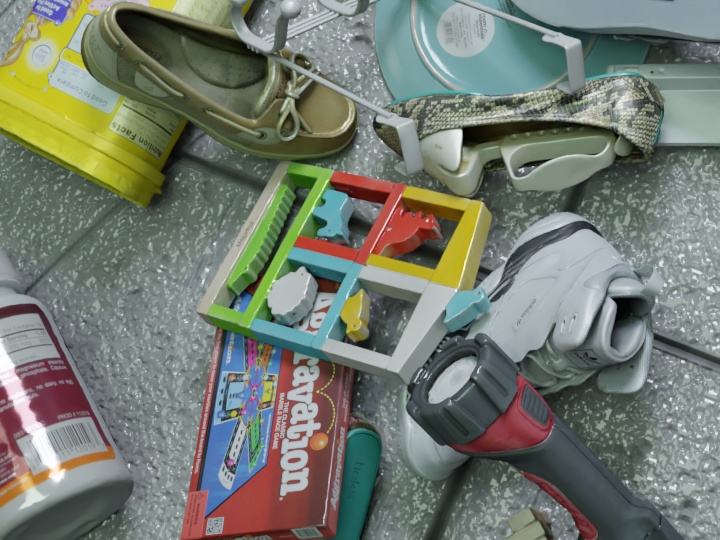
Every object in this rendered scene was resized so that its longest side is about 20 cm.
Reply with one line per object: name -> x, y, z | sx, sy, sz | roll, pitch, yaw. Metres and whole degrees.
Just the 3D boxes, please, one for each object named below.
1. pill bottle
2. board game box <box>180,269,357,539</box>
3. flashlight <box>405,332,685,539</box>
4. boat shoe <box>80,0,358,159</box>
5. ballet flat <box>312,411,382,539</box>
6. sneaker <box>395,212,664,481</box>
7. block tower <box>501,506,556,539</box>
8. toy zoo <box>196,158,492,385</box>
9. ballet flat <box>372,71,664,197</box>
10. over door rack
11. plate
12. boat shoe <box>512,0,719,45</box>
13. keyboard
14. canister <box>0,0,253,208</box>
pill bottle -> -0.249, 0.089, 1.136 | 0.114, 0.114, 0.200 | -33, 71, 8
board game box -> -0.055, 0.086, 1.082 | 0.103, 0.019, 0.200 | -9, 53, 21
flashlight -> 0.113, 0.125, 0.992 | 0.068, 0.068, 0.200 | -45, 114, -4
boat shoe -> -0.087, -0.130, 1.108 | 0.200, 0.063, 0.073 | 22, 74, -20
ballet flat -> -0.038, 0.188, 1.086 | 0.064, 0.076, 0.200 | 9, 75, 49
sneaker -> 0.107, 0.059, 1.031 | 0.200, 0.075, 0.115 | -53, 32, -3
block tower -> 0.136, 0.248, 1.018 | 0.058, 0.054, 0.200 | -31, 71, 8
toy zoo -> 0.000, 0.000, 1.086 | 0.200, 0.020, 0.131 | 14, 66, 33
ballet flat -> 0.098, -0.084, 1.074 | 0.200, 0.068, 0.075 | -4, 56, 20
over door rack -> 0.028, -0.157, 1.048 | 0.148, 0.067, 0.200 | -27, 47, -24
plate -> 0.103, -0.179, 1.134 | 0.200, 0.026, 0.200 | -3, 78, 15
boat shoe -> 0.185, -0.183, 1.065 | 0.199, 0.068, 0.074 | 11, 91, 36
keyboard -> 0.261, -0.109, 1.075 | 0.200, 0.011, 0.056 | 1, 84, 13
canister -> -0.170, -0.166, 1.181 | 0.148, 0.087, 0.200 | 27, 86, 20
